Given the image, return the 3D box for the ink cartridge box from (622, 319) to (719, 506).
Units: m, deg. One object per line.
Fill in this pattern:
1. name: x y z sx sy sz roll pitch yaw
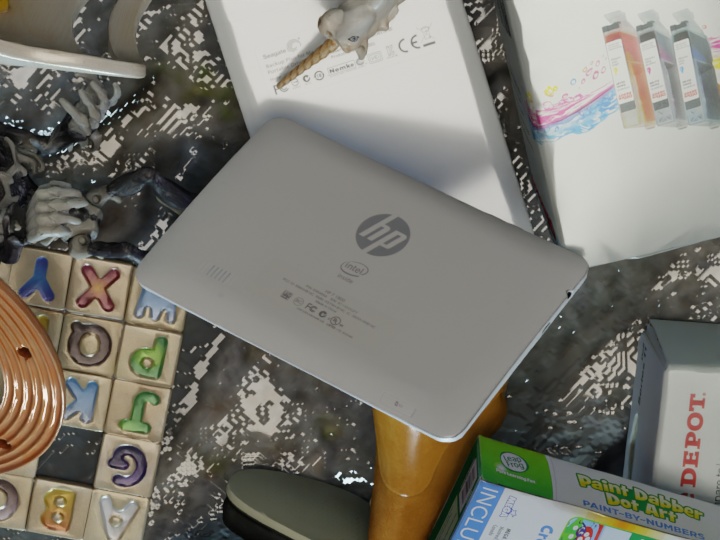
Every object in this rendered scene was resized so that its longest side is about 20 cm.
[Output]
1. ink cartridge box: 0.251 0.112 1.597 0.200 0.083 0.147 3 106 -3

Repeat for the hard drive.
1. hard drive: 0.008 -0.078 1.558 0.132 0.026 0.200 -17 107 3

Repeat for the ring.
1. ring: -0.248 0.037 1.531 0.200 0.019 0.200 14 138 12

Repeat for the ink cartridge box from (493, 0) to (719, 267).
1. ink cartridge box: 0.147 -0.123 1.489 0.145 0.145 0.200 -12 108 1

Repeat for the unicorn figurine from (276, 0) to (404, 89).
1. unicorn figurine: 0.006 -0.188 1.459 0.074 0.137 0.200 12 90 5

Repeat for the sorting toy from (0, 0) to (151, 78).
1. sorting toy: -0.190 -0.150 1.456 0.180 0.200 0.107 13 128 -5

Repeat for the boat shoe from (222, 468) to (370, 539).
1. boat shoe: 0.011 0.173 1.609 0.201 0.074 0.063 24 115 -7

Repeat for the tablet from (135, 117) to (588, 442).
1. tablet: 0.000 0.000 1.449 0.200 0.130 0.014 27 149 24

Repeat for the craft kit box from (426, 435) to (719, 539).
1. craft kit box: 0.118 0.200 1.559 0.197 0.049 0.200 19 121 -10

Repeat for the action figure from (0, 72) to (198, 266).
1. action figure: -0.156 -0.046 1.516 0.200 0.119 0.102 17 147 -12

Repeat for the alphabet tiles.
1. alphabet tiles: -0.206 0.064 1.601 0.200 0.008 0.167 10 106 -6

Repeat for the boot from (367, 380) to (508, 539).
1. boot: 0.031 0.094 1.525 0.071 0.201 0.144 21 101 17
